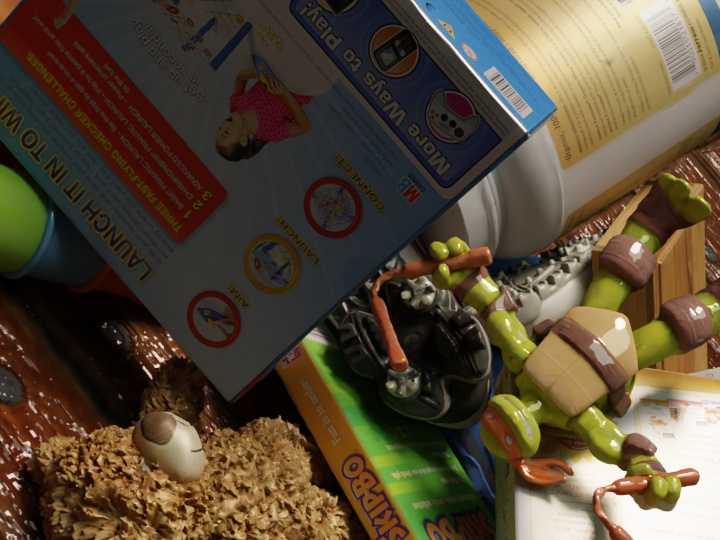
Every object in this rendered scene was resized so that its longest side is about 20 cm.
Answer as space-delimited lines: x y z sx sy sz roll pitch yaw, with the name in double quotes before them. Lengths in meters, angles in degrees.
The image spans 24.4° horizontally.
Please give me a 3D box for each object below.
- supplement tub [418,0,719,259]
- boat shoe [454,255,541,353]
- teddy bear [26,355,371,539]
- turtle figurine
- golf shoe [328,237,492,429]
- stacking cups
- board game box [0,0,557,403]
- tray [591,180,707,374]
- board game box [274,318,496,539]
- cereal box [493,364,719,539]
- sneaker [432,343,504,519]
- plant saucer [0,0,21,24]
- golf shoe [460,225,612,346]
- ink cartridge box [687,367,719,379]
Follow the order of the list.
"supplement tub" 0.095 -0.096 0.889 0.199 0.145 0.145 -32 77 -21
"boat shoe" 0.113 0.033 1.039 0.199 0.069 0.084 21 37 -30
"teddy bear" -0.051 0.102 0.762 0.199 0.067 0.146 27 34 -31
"turtle figurine" 0.113 0.043 0.753 0.200 0.161 0.065 45 -14 24
"golf shoe" 0.000 0.000 0.852 0.201 0.077 0.088 60 3 25
"stacking cups" -0.150 -0.015 0.800 0.199 0.060 0.061 20 39 -44
"board game box" -0.051 -0.078 0.743 0.200 0.196 0.056 49 26 1
"tray" 0.162 0.063 0.905 0.099 0.037 0.201 -43 132 -55
"board game box" 0.017 0.092 0.814 0.095 0.030 0.200 24 26 -52
"cereal box" 0.133 0.137 0.759 0.143 0.040 0.201 10 54 -9
"sneaker" 0.028 0.056 0.912 0.200 0.078 0.066 48 -12 34
"plant saucer" -0.129 -0.151 0.865 0.199 0.038 0.201 -2 55 3
"golf shoe" 0.123 0.031 0.913 0.200 0.078 0.098 -16 86 -62
"ink cartridge box" 0.211 0.173 0.891 0.200 0.050 0.162 55 38 -41
